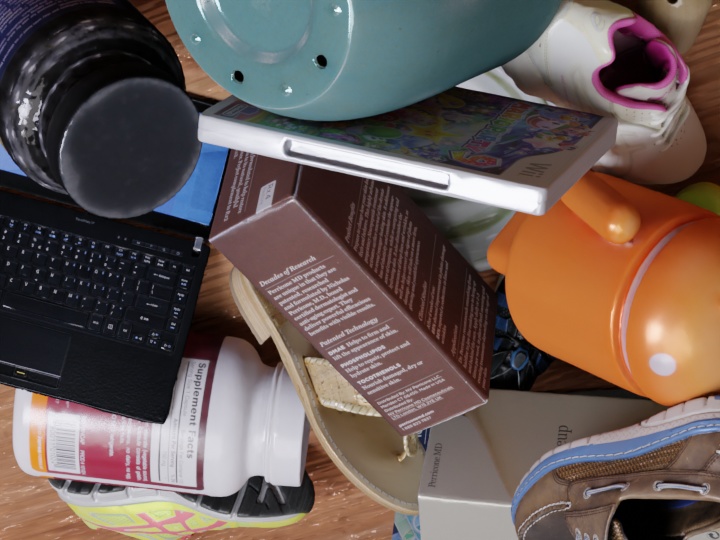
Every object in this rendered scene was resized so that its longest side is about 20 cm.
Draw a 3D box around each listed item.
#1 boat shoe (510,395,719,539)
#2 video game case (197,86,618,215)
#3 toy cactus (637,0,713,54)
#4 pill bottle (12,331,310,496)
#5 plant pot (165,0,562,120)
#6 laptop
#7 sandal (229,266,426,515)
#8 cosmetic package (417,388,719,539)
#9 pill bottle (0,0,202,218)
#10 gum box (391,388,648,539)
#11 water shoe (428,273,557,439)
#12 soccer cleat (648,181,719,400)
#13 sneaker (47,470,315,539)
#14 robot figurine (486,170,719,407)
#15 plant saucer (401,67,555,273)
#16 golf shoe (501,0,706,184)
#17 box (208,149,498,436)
[{"bbox_3d":[0.154,0.137,1.194,0.072,0.073,0.200,27,143,-22],"label":"boat shoe"},{"bbox_3d":[0.029,-0.078,1.144,0.199,0.143,0.018,13,113,19],"label":"video game case"},{"bbox_3d":[0.179,-0.189,1.166,0.198,0.103,0.165,2,151,4],"label":"toy cactus"},{"bbox_3d":[-0.135,0.098,1.443,0.198,0.113,0.113,7,133,2],"label":"pill bottle"},{"bbox_3d":[-0.011,-0.172,1.094,0.200,0.161,0.202,19,124,30],"label":"plant pot"},{"bbox_3d":[-0.187,-0.021,1.347,0.176,0.201,0.103,15,169,-3],"label":"laptop"},{"bbox_3d":[-0.002,0.064,1.370,0.212,0.078,0.070,53,130,4],"label":"sandal"},{"bbox_3d":[0.142,0.140,1.334,0.198,0.104,0.073,4,134,8],"label":"cosmetic package"},{"bbox_3d":[-0.168,-0.112,1.185,0.111,0.200,0.113,-14,124,-22],"label":"pill bottle"},{"bbox_3d":[0.125,0.159,1.419,0.198,0.171,0.045,-4,132,12],"label":"gum box"},{"bbox_3d":[0.110,0.052,1.386,0.071,0.079,0.200,24,131,-13],"label":"water shoe"},{"bbox_3d":[0.231,0.027,1.366,0.065,0.083,0.201,24,129,41],"label":"soccer cleat"},{"bbox_3d":[-0.129,0.166,1.538,0.198,0.079,0.091,5,141,12],"label":"sneaker"},{"bbox_3d":[0.164,0.011,1.208,0.116,0.200,0.145,-14,115,-36],"label":"robot figurine"},{"bbox_3d":[0.041,-0.084,1.293,0.199,0.050,0.201,5,132,5],"label":"plant saucer"},{"bbox_3d":[0.159,-0.100,1.207,0.091,0.076,0.200,17,169,44],"label":"golf shoe"},{"bbox_3d":[0.000,0.000,1.275,0.075,0.100,0.200,-24,124,28],"label":"box"}]
